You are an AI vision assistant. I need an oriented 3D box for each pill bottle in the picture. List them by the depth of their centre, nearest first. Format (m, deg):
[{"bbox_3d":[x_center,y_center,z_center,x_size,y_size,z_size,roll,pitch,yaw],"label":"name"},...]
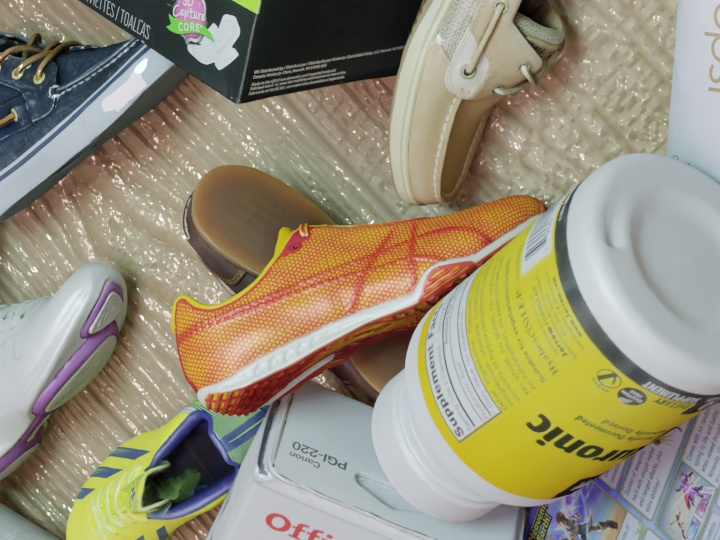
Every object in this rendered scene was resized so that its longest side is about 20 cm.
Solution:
[{"bbox_3d":[0.089,0.041,0.830,0.111,0.111,0.200,52,138,4],"label":"pill bottle"}]

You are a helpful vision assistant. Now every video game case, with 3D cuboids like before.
[{"bbox_3d":[0.169,0.124,0.874,0.181,0.045,0.201,39,126,37],"label":"video game case"}]

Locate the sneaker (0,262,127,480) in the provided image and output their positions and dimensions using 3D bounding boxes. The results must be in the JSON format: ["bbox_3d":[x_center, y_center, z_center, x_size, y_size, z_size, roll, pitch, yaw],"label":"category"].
[{"bbox_3d":[-0.215,0.051,1.091,0.100,0.075,0.200,48,125,6],"label":"sneaker"}]

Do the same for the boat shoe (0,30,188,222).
[{"bbox_3d":[-0.176,-0.104,1.010,0.200,0.071,0.091,-32,95,37],"label":"boat shoe"}]

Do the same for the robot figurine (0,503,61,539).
[{"bbox_3d":[-0.260,0.194,1.145,0.199,0.113,0.170,28,159,16],"label":"robot figurine"}]

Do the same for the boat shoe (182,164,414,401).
[{"bbox_3d":[-0.008,0.018,0.965,0.200,0.070,0.070,40,161,3],"label":"boat shoe"}]

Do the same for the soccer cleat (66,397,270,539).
[{"bbox_3d":[-0.121,0.126,1.058,0.200,0.084,0.065,-37,87,35],"label":"soccer cleat"}]

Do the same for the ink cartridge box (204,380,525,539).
[{"bbox_3d":[-0.016,0.171,0.978,0.145,0.085,0.200,23,128,-5],"label":"ink cartridge box"}]

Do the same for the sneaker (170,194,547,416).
[{"bbox_3d":[0.000,0.000,0.897,0.073,0.199,0.077,95,151,-71],"label":"sneaker"}]

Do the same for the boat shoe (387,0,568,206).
[{"bbox_3d":[0.064,-0.113,0.866,0.065,0.072,0.201,23,119,15],"label":"boat shoe"}]

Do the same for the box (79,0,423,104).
[{"bbox_3d":[-0.042,-0.204,0.844,0.148,0.124,0.201,34,123,34],"label":"box"}]

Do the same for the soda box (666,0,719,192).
[{"bbox_3d":[0.179,-0.136,0.789,0.063,0.068,0.201,11,114,27],"label":"soda box"}]
